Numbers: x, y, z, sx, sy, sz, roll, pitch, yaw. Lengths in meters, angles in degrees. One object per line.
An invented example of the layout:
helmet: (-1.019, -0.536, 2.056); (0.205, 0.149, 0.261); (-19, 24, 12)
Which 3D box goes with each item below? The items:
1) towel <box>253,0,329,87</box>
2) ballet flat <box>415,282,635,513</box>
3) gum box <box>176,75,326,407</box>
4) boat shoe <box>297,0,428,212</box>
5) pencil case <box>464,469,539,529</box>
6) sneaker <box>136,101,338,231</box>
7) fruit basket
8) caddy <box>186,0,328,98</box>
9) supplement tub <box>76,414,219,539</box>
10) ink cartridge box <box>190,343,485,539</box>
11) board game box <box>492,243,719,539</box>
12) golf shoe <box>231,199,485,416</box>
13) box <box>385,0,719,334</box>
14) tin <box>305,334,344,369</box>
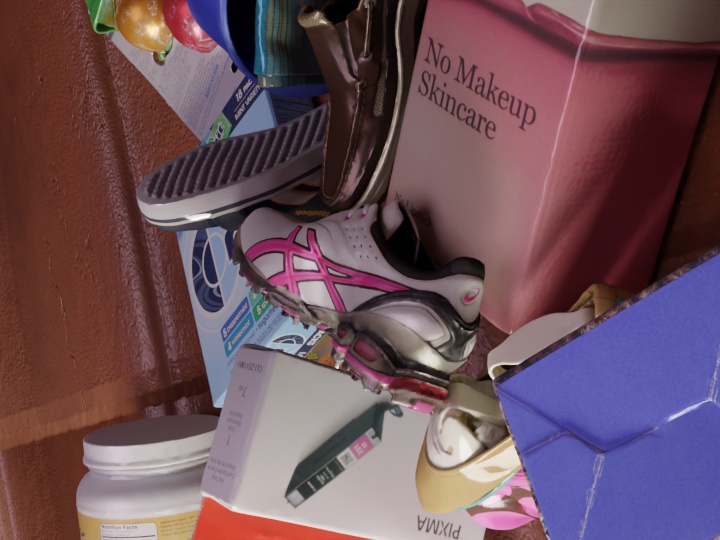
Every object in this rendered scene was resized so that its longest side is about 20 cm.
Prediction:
towel: (0.001, -0.212, 0.799); (0.022, 0.145, 0.203); (25, 116, 46)
ballet flat: (0.079, 0.065, 0.700); (0.200, 0.063, 0.069); (-41, 33, 36)
gum box: (-0.078, -0.026, 0.992); (0.170, 0.044, 0.202); (-47, 48, 43)
boat shoe: (-0.005, -0.136, 0.769); (0.075, 0.074, 0.205); (-160, 81, -66)
pencil case: (0.129, 0.108, 0.733); (0.199, 0.093, 0.092); (-16, 96, 55)
sneaker: (-0.045, -0.052, 0.856); (0.078, 0.198, 0.080); (39, 146, 52)
fruit basket: (-0.141, -0.226, 1.064); (0.200, 0.093, 0.186); (44, 132, 20)
caddy: (-0.035, -0.215, 0.854); (0.105, 0.140, 0.202); (38, 127, 47)
supplement tub: (-0.164, 0.234, 1.119); (0.144, 0.143, 0.203); (0, 96, 54)
ink cartridge box: (-0.008, 0.154, 0.800); (0.043, 0.199, 0.176); (6, 78, 53)
board game box: (0.187, 0.049, 0.552); (0.159, 0.198, 0.098); (-38, 66, 49)
golf shoe: (0.000, 0.000, 0.740); (0.199, 0.072, 0.093); (34, 100, 47)
box: (0.102, -0.087, 0.717); (0.128, 0.108, 0.202); (39, 127, 44)
tin: (-0.034, 0.084, 1.001); (0.199, 0.042, 0.113); (-13, 91, 55)
